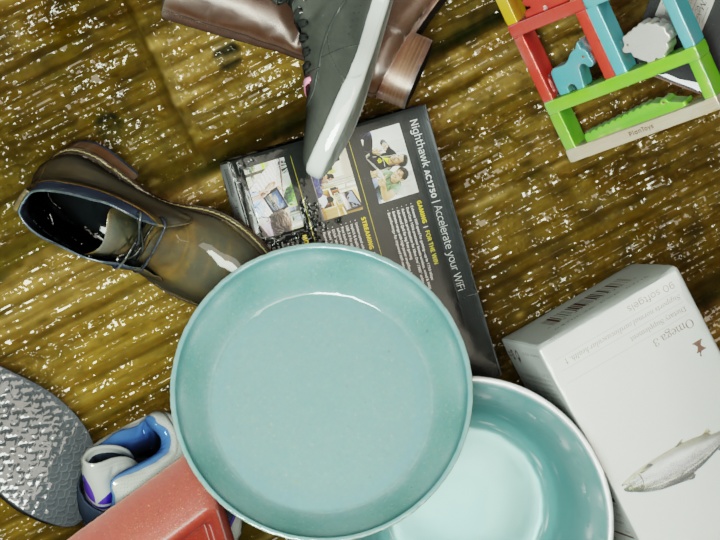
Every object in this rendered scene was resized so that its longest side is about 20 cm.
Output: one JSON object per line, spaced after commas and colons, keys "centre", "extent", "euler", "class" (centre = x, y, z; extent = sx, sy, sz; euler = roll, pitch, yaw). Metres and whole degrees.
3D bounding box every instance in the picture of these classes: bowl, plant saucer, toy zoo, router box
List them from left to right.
{"centre": [-0.149, 0.246, 1.612], "extent": [0.199, 0.037, 0.201], "euler": [-35, 136, -24], "class": "plant saucer"}
{"centre": [-0.026, 0.083, 1.604], "extent": [0.198, 0.036, 0.202], "euler": [0, 72, -1], "class": "plant saucer"}
{"centre": [0.000, 0.000, 1.703], "extent": [0.148, 0.051, 0.202], "euler": [-16, 94, -10], "class": "router box"}
{"centre": [0.073, 0.169, 1.683], "extent": [0.199, 0.105, 0.203], "euler": [0, 93, 1], "class": "bowl"}
{"centre": [0.160, -0.186, 1.690], "extent": [0.131, 0.020, 0.201], "euler": [-19, 101, 36], "class": "toy zoo"}

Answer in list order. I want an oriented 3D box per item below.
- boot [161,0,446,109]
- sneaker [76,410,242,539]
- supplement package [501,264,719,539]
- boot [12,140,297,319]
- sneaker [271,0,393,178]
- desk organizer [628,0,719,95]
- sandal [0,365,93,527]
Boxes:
{"centre": [-0.028, -0.227, 1.694], "extent": [0.199, 0.064, 0.188], "euler": [22, 72, 2], "class": "boot"}
{"centre": [-0.177, 0.181, 1.633], "extent": [0.200, 0.080, 0.147], "euler": [-43, 136, -13], "class": "sneaker"}
{"centre": [0.203, 0.110, 1.704], "extent": [0.116, 0.117, 0.201], "euler": [-30, 96, -9], "class": "supplement package"}
{"centre": [-0.141, -0.011, 1.636], "extent": [0.199, 0.097, 0.075], "euler": [30, 112, 8], "class": "boot"}
{"centre": [-0.034, -0.164, 1.624], "extent": [0.098, 0.071, 0.202], "euler": [15, 79, 0], "class": "sneaker"}
{"centre": [0.260, -0.226, 1.723], "extent": [0.071, 0.077, 0.201], "euler": [22, 98, 12], "class": "desk organizer"}
{"centre": [-0.258, 0.096, 1.676], "extent": [0.200, 0.043, 0.076], "euler": [42, 76, -3], "class": "sandal"}
